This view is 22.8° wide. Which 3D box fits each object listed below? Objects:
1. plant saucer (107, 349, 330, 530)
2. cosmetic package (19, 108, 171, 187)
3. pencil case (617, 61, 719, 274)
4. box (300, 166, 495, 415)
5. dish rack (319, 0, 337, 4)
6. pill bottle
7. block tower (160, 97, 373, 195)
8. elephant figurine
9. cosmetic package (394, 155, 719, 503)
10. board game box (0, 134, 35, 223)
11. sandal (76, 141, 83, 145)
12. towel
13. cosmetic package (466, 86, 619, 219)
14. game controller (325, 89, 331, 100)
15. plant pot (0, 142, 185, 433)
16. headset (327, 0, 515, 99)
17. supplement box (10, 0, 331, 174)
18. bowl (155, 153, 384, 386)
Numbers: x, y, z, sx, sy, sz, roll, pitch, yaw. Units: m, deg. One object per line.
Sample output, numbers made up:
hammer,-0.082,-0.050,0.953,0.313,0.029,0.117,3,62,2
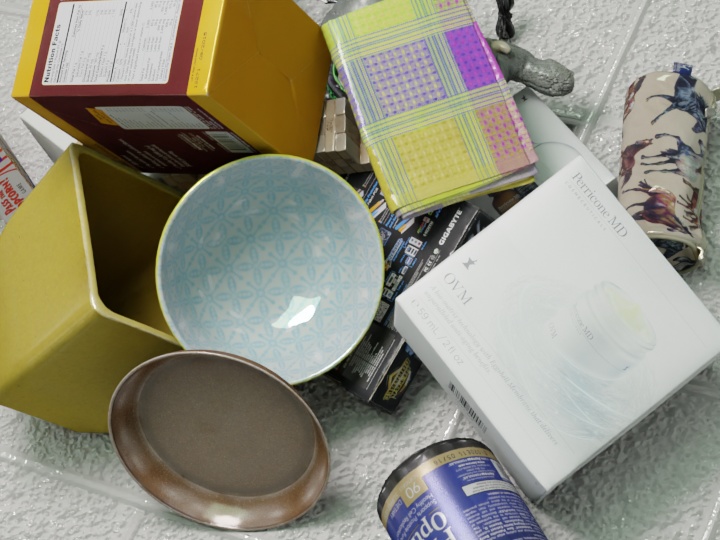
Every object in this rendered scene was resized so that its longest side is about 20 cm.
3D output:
plant saucer,-0.119,0.141,1.542,0.199,0.201,0.032,-5,34,18
cosmetic package,-0.239,-0.111,1.801,0.200,0.108,0.085,34,74,36
pencil case,0.277,-0.088,1.609,0.089,0.078,0.201,-8,55,26
box,0.000,0.000,1.630,0.198,0.050,0.201,28,88,40
dish rack,-0.014,-0.303,1.812,0.153,0.055,0.200,17,20,30
pill bottle,0.102,0.241,1.433,0.111,0.112,0.200,-31,52,-2
block tower,-0.086,-0.113,1.654,0.199,0.058,0.054,-7,68,21
elephant figurine,0.069,-0.193,1.661,0.155,0.141,0.200,-45,78,23
cosmetic package,0.165,0.051,1.485,0.200,0.123,0.200,-38,81,-8
board game box,-0.398,-0.135,1.848,0.046,0.152,0.200,-35,52,-5
sandal,-0.255,-0.152,1.720,0.069,0.078,0.213,17,71,23
towel,0.060,-0.150,1.579,0.143,0.023,0.201,-20,77,-12
cosmetic package,0.122,-0.062,1.668,0.200,0.052,0.151,-36,50,-4
game controller,-0.057,-0.137,1.791,0.104,0.042,0.200,-44,53,-12
plant pot,-0.244,0.042,1.650,0.200,0.195,0.195,-37,48,28
headset,0.061,-0.216,1.766,0.199,0.094,0.124,-19,52,-13
supplement box,-0.160,-0.178,1.566,0.199,0.197,0.134,3,74,26
bowl,-0.082,-0.002,1.576,0.199,0.108,0.202,0,94,-7
